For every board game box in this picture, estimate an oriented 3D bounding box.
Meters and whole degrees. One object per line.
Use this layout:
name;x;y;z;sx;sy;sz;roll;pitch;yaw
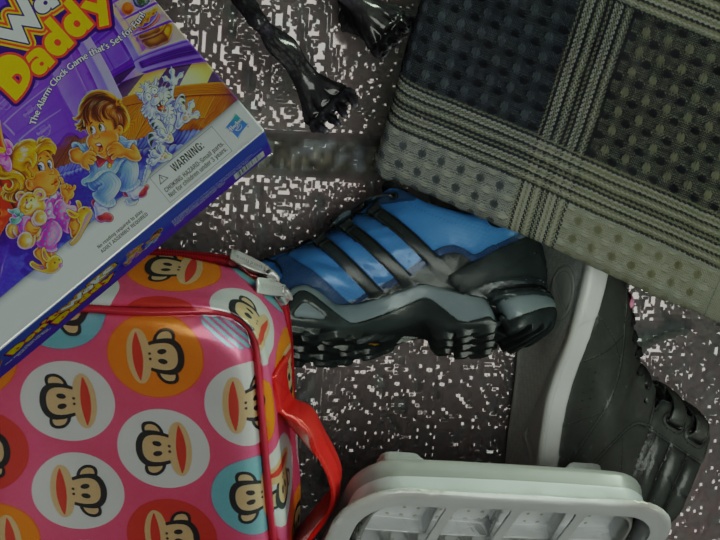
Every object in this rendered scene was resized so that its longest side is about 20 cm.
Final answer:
board game box;-0.158;-0.043;0.812;0.200;0.045;0.135;-40;82;-5

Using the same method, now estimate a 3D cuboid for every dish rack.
dish rack;0.049;0.154;0.947;0.170;0.044;0.201;4;139;-16

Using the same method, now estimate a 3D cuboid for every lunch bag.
lunch bag;-0.096;0.089;0.890;0.175;0.082;0.202;3;116;7

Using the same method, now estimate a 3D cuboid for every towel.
towel;0.118;-0.089;0.865;0.199;0.035;0.194;25;123;12

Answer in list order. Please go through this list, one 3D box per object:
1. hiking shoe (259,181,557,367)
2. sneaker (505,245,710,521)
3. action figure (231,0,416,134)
hiking shoe;0.000;0.000;0.948;0.198;0.074;0.087;0;72;-7
sneaker;0.139;0.052;0.984;0.098;0.071;0.202;3;106;-16
action figure;-0.056;-0.167;0.873;0.200;0.102;0.119;46;75;-18
